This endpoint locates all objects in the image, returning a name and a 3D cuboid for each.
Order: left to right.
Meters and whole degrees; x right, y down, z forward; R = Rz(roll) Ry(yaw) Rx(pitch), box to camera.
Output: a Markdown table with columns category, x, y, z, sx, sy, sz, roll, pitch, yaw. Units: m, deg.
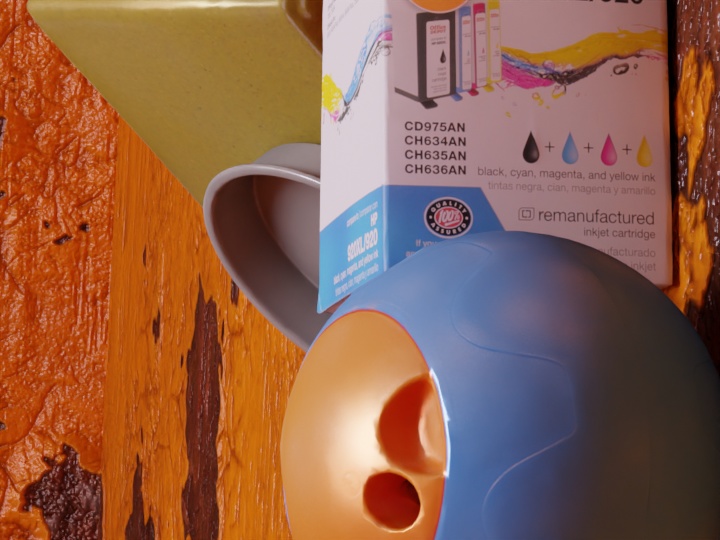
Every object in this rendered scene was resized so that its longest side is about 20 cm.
| category | x | y | z | sx | sy | sz | roll | pitch | yaw |
| --- | --- | --- | --- | --- | --- | --- | --- | --- | --- |
| plant pot | -0.035 | -0.157 | 1.677 | 0.196 | 0.194 | 0.200 | -52 | 29 | -18 |
| cake pan | 0.000 | 0.000 | 1.654 | 0.037 | 0.200 | 0.200 | -53 | -5 | -27 |
| ink cartridge box | 0.064 | -0.084 | 1.404 | 0.145 | 0.146 | 0.201 | 146 | 124 | -75 |
| treat dispenser ball | 0.064 | 0.084 | 1.243 | 0.201 | 0.200 | 0.202 | -178 | 90 | -78 |
